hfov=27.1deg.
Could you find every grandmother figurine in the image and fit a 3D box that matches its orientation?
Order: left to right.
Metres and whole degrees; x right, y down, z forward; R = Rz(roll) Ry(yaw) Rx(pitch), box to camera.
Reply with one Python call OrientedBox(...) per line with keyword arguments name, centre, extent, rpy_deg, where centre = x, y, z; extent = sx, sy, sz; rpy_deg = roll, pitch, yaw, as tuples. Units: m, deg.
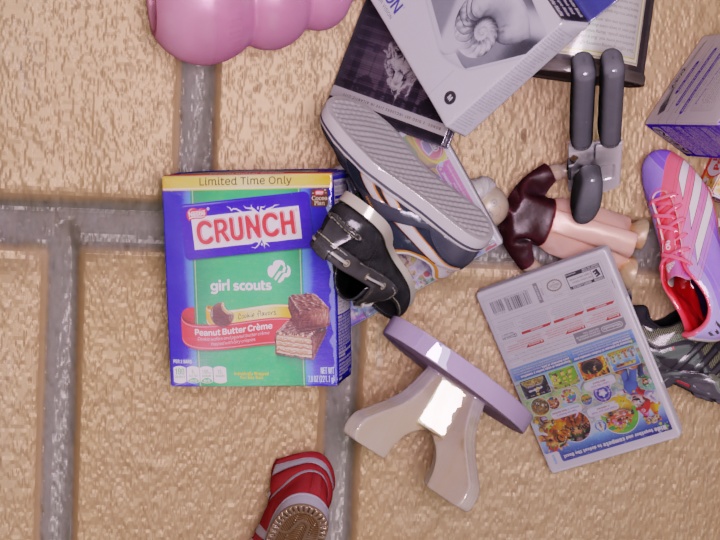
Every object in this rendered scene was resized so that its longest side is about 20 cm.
OrientedBox(name="grandmother figurine", centre=(0.186, -0.050, 1.486), extent=(0.197, 0.061, 0.123), rpy_deg=(14, 85, -12))

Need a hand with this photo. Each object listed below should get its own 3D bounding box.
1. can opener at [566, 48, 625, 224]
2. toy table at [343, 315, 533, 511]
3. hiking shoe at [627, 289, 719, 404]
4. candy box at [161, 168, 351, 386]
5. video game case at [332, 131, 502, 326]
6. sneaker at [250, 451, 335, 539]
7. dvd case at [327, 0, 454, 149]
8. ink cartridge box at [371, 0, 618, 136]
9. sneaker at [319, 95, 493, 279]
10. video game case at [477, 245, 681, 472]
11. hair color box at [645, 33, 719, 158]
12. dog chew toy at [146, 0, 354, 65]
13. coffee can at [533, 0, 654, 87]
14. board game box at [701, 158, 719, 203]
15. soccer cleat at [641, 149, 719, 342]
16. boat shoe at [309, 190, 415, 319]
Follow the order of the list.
OrientedBox(name="can opener", centre=(0.221, -0.123, 1.388), extent=(0.052, 0.201, 0.067), rpy_deg=(-6, 53, 2))
OrientedBox(name="toy table", centre=(0.069, 0.142, 1.437), extent=(0.199, 0.183, 0.118), rpy_deg=(36, 84, -29))
OrientedBox(name="hiking shoe", centre=(0.351, 0.078, 1.511), extent=(0.197, 0.076, 0.102), rpy_deg=(10, 98, -8))
OrientedBox(name="candy box", centre=(-0.097, 0.006, 1.423), extent=(0.166, 0.077, 0.203), rpy_deg=(-1, 95, 9))
OrientedBox(name="video game case", centre=(0.019, -0.042, 1.455), extent=(0.198, 0.018, 0.144), rpy_deg=(-29, 99, 13))
OrientedBox(name="sneaker", centre=(-0.083, 0.265, 1.483), extent=(0.071, 0.113, 0.201), rpy_deg=(28, 121, -12))
OrientedBox(name="dvd case", centre=(0.060, -0.231, 1.421), extent=(0.148, 0.016, 0.202), rpy_deg=(23, 93, 35))
OrientedBox(name="ink cartridge box", centre=(0.113, -0.260, 1.356), extent=(0.200, 0.040, 0.201), rpy_deg=(-41, 61, 21))
OrientedBox(name="sneaker", centre=(0.027, -0.071, 1.396), extent=(0.200, 0.078, 0.080), rpy_deg=(44, 125, 5))
OrientedBox(name="video game case", centre=(0.216, 0.091, 1.482), extent=(0.142, 0.018, 0.202), rpy_deg=(-20, 99, 25))
OrientedBox(name="hair color box", centre=(0.354, -0.167, 1.423), extent=(0.064, 0.200, 0.110), rpy_deg=(35, 91, -11))
OrientedBox(name="dog chew toy", centre=(-0.098, -0.259, 1.396), extent=(0.197, 0.124, 0.127), rpy_deg=(-6, 97, -15))
OrientedBox(name="coffee can", centre=(0.211, -0.284, 1.419), extent=(0.144, 0.146, 0.203), rpy_deg=(7, 95, -8))
OrientedBox(name="board game box", centre=(0.451, -0.138, 1.518), extent=(0.150, 0.046, 0.202), rpy_deg=(25, 92, -10))
OrientedBox(name="soccer cleat", centre=(0.317, -0.026, 1.470), extent=(0.076, 0.067, 0.203), rpy_deg=(-9, 75, -39))
OrientedBox(name="boat shoe", centre=(0.000, 0.000, 1.368), extent=(0.071, 0.200, 0.068), rpy_deg=(31, 77, 24))
